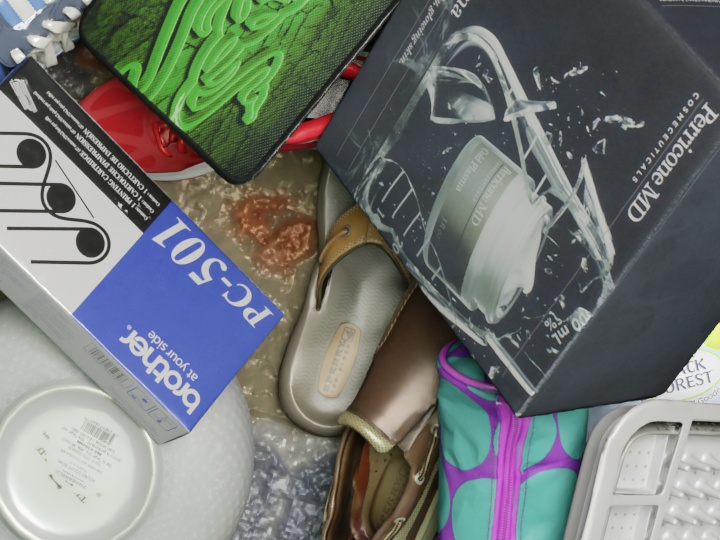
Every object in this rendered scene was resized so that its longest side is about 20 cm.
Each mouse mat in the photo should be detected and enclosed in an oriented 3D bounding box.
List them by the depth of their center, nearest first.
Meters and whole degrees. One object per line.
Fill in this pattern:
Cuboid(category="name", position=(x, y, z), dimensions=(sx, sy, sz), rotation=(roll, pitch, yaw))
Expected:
Cuboid(category="mouse mat", position=(-0.047, -0.161, 0.999), dimensions=(0.161, 0.008, 0.200), rotation=(42, 96, 31))

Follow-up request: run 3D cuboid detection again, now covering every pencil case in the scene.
Cuboid(category="pencil case", position=(0.079, 0.133, 1.024), dimensions=(0.085, 0.092, 0.201), rotation=(3, 109, 5))

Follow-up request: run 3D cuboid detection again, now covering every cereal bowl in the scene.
Cuboid(category="cereal bowl", position=(-0.160, 0.107, 1.088), dimensions=(0.199, 0.083, 0.201), rotation=(0, 93, -1))

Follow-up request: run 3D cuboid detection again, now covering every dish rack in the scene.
Cuboid(category="dish rack", position=(0.178, 0.149, 1.016), dimensions=(0.199, 0.043, 0.173), rotation=(6, 100, -35))

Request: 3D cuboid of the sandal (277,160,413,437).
Cuboid(category="sandal", position=(0.000, 0.000, 1.100), dimensions=(0.081, 0.055, 0.201), rotation=(19, 91, -3))

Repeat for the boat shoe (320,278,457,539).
Cuboid(category="boat shoe", position=(0.026, 0.082, 1.063), dimensions=(0.074, 0.075, 0.203), rotation=(26, 112, 35))

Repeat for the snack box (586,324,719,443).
Cuboid(category="snack box", position=(0.190, 0.113, 1.104), dimensions=(0.199, 0.068, 0.170), rotation=(-13, 95, -2))

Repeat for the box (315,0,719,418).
Cuboid(category="box", position=(0.109, -0.069, 0.938), dimensions=(0.197, 0.124, 0.200), rotation=(52, 127, 29))

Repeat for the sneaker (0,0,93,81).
Cuboid(category="sneaker", position=(-0.150, -0.152, 1.075), dimensions=(0.146, 0.081, 0.201), rotation=(19, 87, 2))

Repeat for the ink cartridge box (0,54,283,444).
Cuboid(category="ink cartridge box", position=(-0.143, -0.010, 1.033), dimensions=(0.200, 0.044, 0.094), rotation=(46, 59, -12))

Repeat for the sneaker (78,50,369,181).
Cuboid(category="sneaker", position=(-0.078, -0.096, 1.049), dimensions=(0.199, 0.115, 0.079), rotation=(-9, 86, 12))
